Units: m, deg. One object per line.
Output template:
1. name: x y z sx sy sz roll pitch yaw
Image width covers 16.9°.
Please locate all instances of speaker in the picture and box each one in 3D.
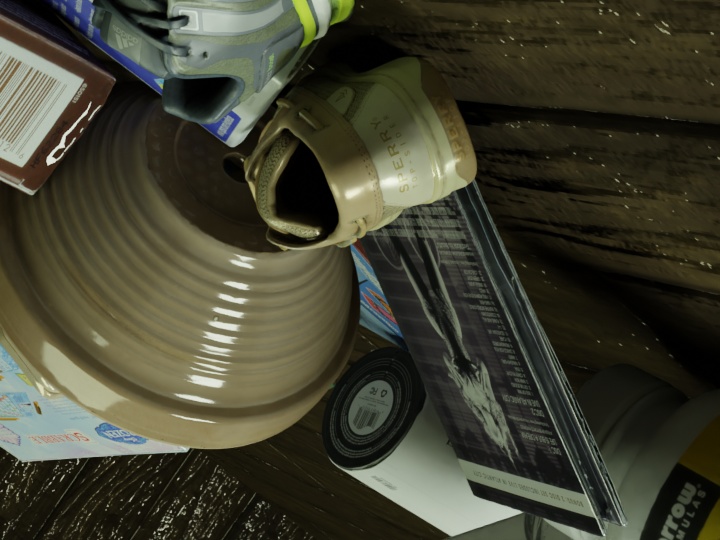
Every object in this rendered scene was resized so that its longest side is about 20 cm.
1. speaker: 0.071 0.123 1.456 0.200 0.081 0.081 34 173 -38

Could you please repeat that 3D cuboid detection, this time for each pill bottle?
1. pill bottle: 0.176 0.119 1.042 0.200 0.112 0.111 28 168 34

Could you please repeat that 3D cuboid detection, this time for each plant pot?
1. plant pot: -0.077 -0.024 1.157 0.200 0.201 0.093 36 133 -4

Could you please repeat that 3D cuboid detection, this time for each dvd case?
1. dvd case: 0.041 0.013 1.030 0.201 0.016 0.149 66 164 -9

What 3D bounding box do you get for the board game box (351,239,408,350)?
1. board game box: 0.000 0.000 1.353 0.103 0.019 0.200 31 169 35

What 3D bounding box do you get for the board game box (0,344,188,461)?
1. board game box: -0.219 0.044 1.431 0.199 0.041 0.200 38 154 -28

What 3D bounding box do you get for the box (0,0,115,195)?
1. box: -0.211 -0.127 1.137 0.100 0.075 0.200 27 -165 -47

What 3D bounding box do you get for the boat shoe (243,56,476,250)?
1. boat shoe: -0.017 -0.044 0.973 0.072 0.064 0.200 64 164 -2

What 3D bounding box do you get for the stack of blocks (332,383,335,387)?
1. stack of blocks: -0.095 0.003 1.399 0.115 0.059 0.200 -24 131 29

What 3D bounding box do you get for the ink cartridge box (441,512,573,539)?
1. ink cartridge box: 0.143 0.179 1.222 0.146 0.084 0.200 35 140 -31

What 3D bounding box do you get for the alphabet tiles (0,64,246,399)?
1. alphabet tiles: -0.112 -0.012 1.200 0.196 0.200 0.015 50 134 10

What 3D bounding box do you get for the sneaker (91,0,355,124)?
1. sneaker: -0.061 -0.112 0.838 0.074 0.081 0.200 30 169 27

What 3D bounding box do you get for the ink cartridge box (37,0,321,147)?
1. ink cartridge box: -0.113 -0.135 1.028 0.200 0.047 0.198 38 173 -4
